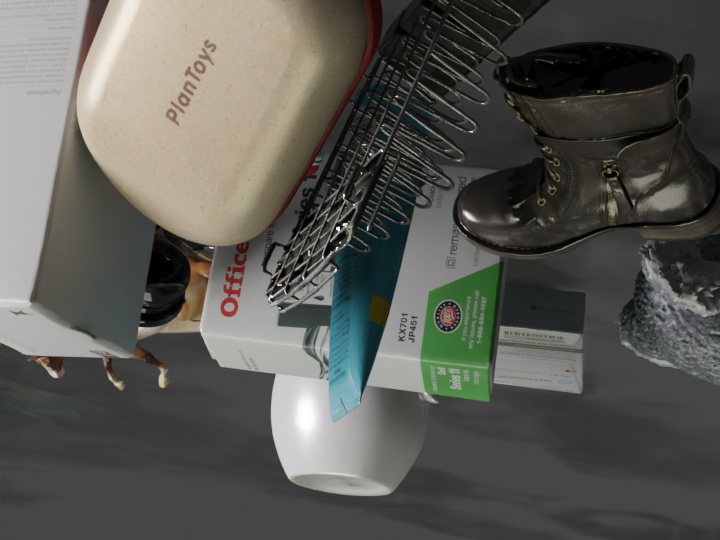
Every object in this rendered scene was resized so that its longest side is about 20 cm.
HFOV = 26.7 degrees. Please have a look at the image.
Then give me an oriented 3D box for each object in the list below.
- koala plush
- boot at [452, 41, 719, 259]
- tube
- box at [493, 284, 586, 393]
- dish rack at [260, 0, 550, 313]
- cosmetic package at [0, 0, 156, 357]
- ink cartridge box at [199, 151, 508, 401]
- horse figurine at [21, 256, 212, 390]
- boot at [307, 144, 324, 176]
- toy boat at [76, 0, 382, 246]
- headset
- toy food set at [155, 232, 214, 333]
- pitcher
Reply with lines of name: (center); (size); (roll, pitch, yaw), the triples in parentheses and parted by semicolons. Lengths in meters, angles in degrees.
koala plush: (0.274, 0.039, 1.028); (0.199, 0.185, 0.177); (19, 163, 6)
boot: (0.120, -0.078, 0.902); (0.199, 0.070, 0.174); (-5, 153, 28)
tube: (0.005, -0.011, 0.915); (0.050, 0.201, 0.077); (11, 164, -5)
box: (0.123, 0.059, 1.348); (0.155, 0.041, 0.200); (6, 161, 11)
dish rack: (0.020, -0.067, 0.752); (0.054, 0.201, 0.153); (29, 158, -10)
cosmetic package: (-0.168, -0.059, 0.850); (0.081, 0.201, 0.113); (2, 162, 23)
ink cartridge box: (0.000, 0.000, 1.045); (0.199, 0.147, 0.083); (6, 161, 7)
horse figurine: (-0.165, 0.040, 1.253); (0.199, 0.050, 0.133); (-29, 142, 5)
boot: (-0.123, -0.041, 0.961); (0.199, 0.145, 0.072); (8, -171, 12)
toy boat: (-0.057, -0.112, 0.779); (0.130, 0.131, 0.200); (38, 128, 7)
headset: (-0.136, -0.012, 1.130); (0.094, 0.124, 0.200); (32, -163, 11)
toy food set: (-0.192, 0.016, 1.333); (0.143, 0.061, 0.200); (-4, 158, 34)
pitcher: (0.018, 0.065, 1.153); (0.171, 0.201, 0.121); (-5, 159, 33)
